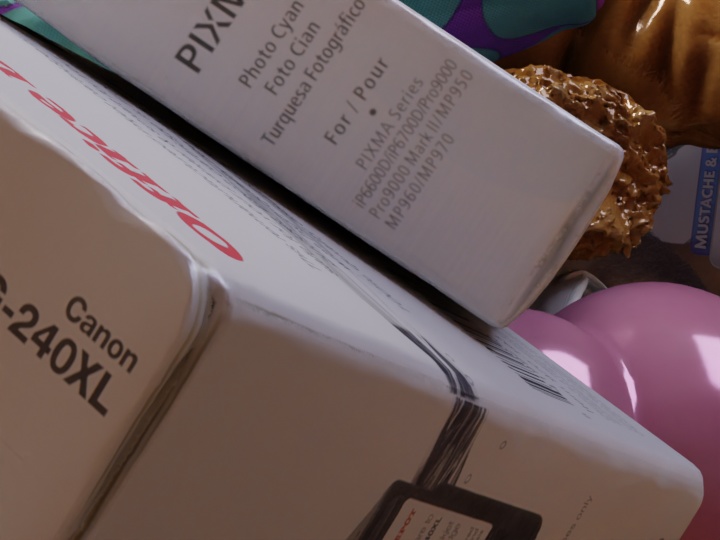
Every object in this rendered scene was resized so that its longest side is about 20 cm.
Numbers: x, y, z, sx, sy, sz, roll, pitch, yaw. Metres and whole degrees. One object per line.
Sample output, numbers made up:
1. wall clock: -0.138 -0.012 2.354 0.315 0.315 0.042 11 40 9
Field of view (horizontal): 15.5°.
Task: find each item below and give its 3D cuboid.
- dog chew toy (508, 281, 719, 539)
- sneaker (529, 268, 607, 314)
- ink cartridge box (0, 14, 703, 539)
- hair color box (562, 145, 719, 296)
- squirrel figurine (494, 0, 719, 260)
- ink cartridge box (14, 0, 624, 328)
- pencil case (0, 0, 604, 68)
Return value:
1. dog chew toy: 0.090 0.059 0.755 0.199 0.125 0.125 10 19 -33
2. sneaker: 0.059 0.034 0.923 0.076 0.081 0.200 28 7 -28
3. ink cartridge box: -0.042 0.020 0.517 0.145 0.084 0.200 38 7 31
4. hair color box: 0.122 -0.011 1.026 0.199 0.110 0.065 2 -13 25
5. squirrel figurine: 0.083 -0.065 0.943 0.186 0.200 0.142 21 -31 20
6. ink cartridge box: -0.036 -0.064 0.589 0.200 0.047 0.160 36 4 1
7. pencil case: -0.034 -0.080 0.781 0.093 0.199 0.085 66 3 -45
